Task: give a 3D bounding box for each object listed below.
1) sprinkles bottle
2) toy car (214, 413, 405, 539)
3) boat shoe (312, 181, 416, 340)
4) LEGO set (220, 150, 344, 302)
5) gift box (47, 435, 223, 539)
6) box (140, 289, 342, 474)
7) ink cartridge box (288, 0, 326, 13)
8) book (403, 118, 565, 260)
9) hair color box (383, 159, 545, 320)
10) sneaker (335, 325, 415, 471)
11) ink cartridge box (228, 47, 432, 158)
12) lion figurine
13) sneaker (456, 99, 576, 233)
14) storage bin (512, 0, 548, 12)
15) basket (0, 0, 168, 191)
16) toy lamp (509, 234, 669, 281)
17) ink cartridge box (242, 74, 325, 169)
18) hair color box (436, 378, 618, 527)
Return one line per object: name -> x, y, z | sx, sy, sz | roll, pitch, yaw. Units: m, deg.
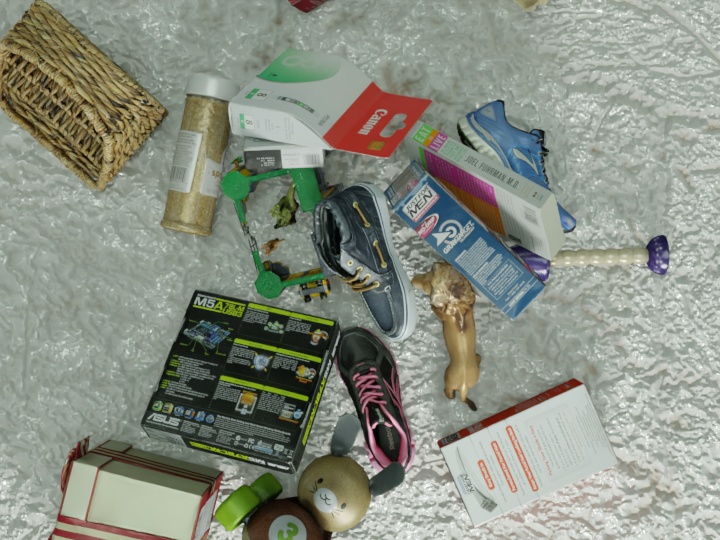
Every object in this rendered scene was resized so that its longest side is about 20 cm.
sprinkles bottle -> -0.205, -0.147, 1.298 | 0.068, 0.068, 0.201 | 11, 90, 1
toy car -> -0.043, 0.280, 1.234 | 0.164, 0.158, 0.200 | 45, 100, 11
boat shoe -> 0.000, 0.000, 1.219 | 0.071, 0.091, 0.201 | -8, 103, 45
LEGO set -> -0.080, -0.069, 1.289 | 0.153, 0.116, 0.201 | -20, 102, 20
gift box -> -0.285, 0.306, 1.234 | 0.186, 0.200, 0.186 | 13, 85, 3
box -> -0.144, 0.133, 1.249 | 0.199, 0.048, 0.194 | 11, 60, 13
ink cartridge box -> -0.026, -0.439, 1.270 | 0.199, 0.083, 0.146 | -27, 89, 13
book -> 0.148, -0.097, 1.219 | 0.200, 0.134, 0.048 | 33, 79, 27
hair color box -> 0.122, -0.038, 1.204 | 0.200, 0.100, 0.061 | 41, 98, -15
sneaker -> 0.020, 0.165, 1.278 | 0.079, 0.095, 0.201 | -21, 88, 3
ink cartridge box -> -0.032, -0.202, 1.204 | 0.199, 0.161, 0.050 | 10, 128, 20
lion figurine -> 0.121, 0.085, 1.261 | 0.072, 0.122, 0.201 | -17, 90, 1
sneaker -> 0.212, -0.133, 1.284 | 0.089, 0.079, 0.200 | -38, 89, 3
storage bin -> 0.217, -0.468, 1.281 | 0.198, 0.094, 0.200 | 41, 90, 1
basket -> -0.366, -0.215, 1.265 | 0.200, 0.143, 0.149 | 42, 90, 2
toy lamp -> 0.288, -0.015, 1.292 | 0.199, 0.058, 0.059 | -1, 89, 2
ink cartridge box -> -0.090, -0.189, 1.257 | 0.094, 0.201, 0.037 | -2, 128, 1
hair color box -> 0.210, 0.230, 1.288 | 0.199, 0.064, 0.111 | -24, 90, 0
